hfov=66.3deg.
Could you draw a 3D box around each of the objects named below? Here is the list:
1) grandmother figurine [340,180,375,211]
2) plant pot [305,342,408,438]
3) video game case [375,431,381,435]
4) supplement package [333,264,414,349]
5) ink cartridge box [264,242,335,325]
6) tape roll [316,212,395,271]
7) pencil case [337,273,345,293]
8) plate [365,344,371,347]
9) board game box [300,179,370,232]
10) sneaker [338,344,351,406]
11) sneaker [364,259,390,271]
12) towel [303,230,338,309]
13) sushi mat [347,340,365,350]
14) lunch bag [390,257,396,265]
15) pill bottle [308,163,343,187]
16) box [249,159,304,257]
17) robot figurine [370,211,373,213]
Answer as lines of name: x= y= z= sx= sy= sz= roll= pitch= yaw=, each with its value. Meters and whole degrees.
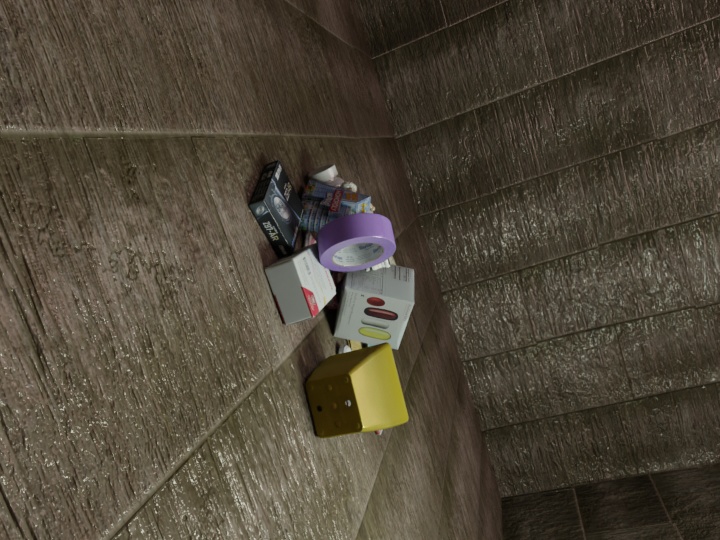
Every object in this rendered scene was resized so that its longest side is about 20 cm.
grandmother figurine: x=-0.011 y=-0.176 z=1.681 sx=0.060 sy=0.119 sz=0.204 roll=16 pitch=-51 yaw=64
plant pot: x=-0.022 y=0.309 z=1.352 sx=0.175 sy=0.196 sz=0.205 roll=-7 pitch=81 yaw=-62
video game case: x=0.045 y=0.387 z=1.713 sx=0.144 sy=0.017 sz=0.203 roll=-58 pitch=133 yaw=-45
supplement package: x=0.038 y=0.094 z=1.584 sx=0.149 sy=0.195 sz=0.194 roll=-84 pitch=-174 yaw=-51
ink cartridge box: x=-0.143 y=0.029 z=1.365 sx=0.200 sy=0.081 sz=0.149 roll=-45 pitch=117 yaw=-71
tape roll: x=-0.011 y=-0.068 z=1.396 sx=0.200 sy=0.196 sz=0.067 roll=39 pitch=38 yaw=-63
pencil case: x=0.000 y=0.000 z=1.664 sx=0.086 sy=0.202 sz=0.090 roll=17 pitch=40 yaw=-16
plate: x=0.051 y=0.285 z=1.836 sx=0.200 sy=0.025 sz=0.205 roll=-16 pitch=91 yaw=-74
board game box: x=-0.072 y=-0.178 z=1.581 sx=0.202 sy=0.194 sz=0.063 roll=-80 pitch=178 yaw=-56
sneaker: x=0.008 y=0.303 z=1.569 sx=0.072 sy=0.112 sz=0.206 roll=-3 pitch=77 yaw=-71
sneaker: x=0.025 y=-0.078 z=1.550 sx=0.202 sy=0.078 sz=0.075 roll=-105 pitch=174 yaw=-48
towel: x=-0.113 y=-0.001 z=1.585 sx=0.201 sy=0.029 sz=0.149 roll=58 pitch=22 yaw=-44
sushi mat: x=0.000 y=0.257 z=1.757 sx=0.200 sy=0.012 sz=0.098 roll=38 pitch=38 yaw=-65
lunch bag: x=0.074 y=0.006 z=1.973 sx=0.200 sy=0.115 sz=0.167 roll=-117 pitch=-175 yaw=-72
pill bottle: x=-0.087 y=-0.221 z=1.729 sx=0.110 sy=0.107 sz=0.204 roll=-68 pitch=140 yaw=-64
box: x=-0.206 y=-0.159 z=1.393 sx=0.202 sy=0.043 sz=0.162 roll=-83 pitch=153 yaw=-52
robot figurine: x=-0.003 y=-0.163 z=1.949 sx=0.166 sy=0.112 sz=0.205 roll=1 pitch=70 yaw=-38
